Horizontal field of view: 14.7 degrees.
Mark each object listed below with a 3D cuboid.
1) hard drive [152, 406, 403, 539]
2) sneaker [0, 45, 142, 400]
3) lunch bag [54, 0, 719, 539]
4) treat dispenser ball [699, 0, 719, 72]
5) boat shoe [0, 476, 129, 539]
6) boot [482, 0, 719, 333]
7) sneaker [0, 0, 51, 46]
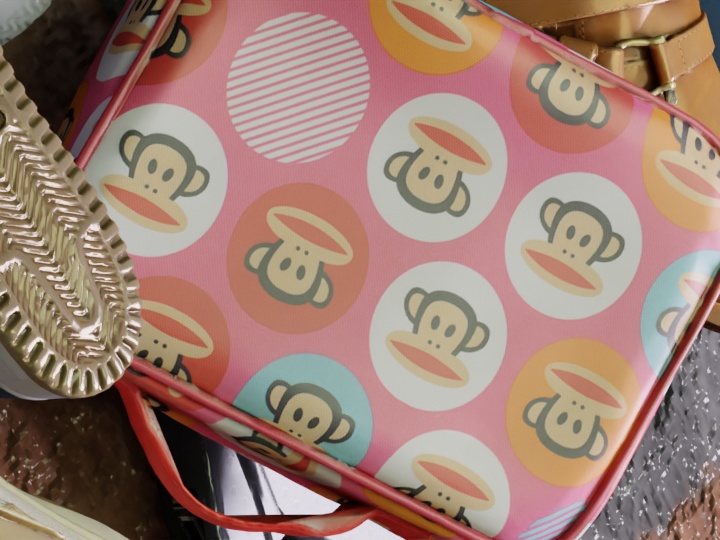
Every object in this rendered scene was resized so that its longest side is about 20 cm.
[{"bbox_3d":[-0.020,0.015,0.929,0.135,0.042,0.201,-8,91,-47],"label":"hard drive"},{"bbox_3d":[-0.146,-0.048,0.754,0.070,0.108,0.200,-43,114,-42],"label":"sneaker"},{"bbox_3d":[0.000,0.000,0.841,0.200,0.082,0.176,31,82,-13],"label":"lunch bag"},{"bbox_3d":[0.172,-0.134,1.037,0.201,0.201,0.202,7,80,-46],"label":"treat dispenser ball"},{"bbox_3d":[-0.115,0.090,0.785,0.200,0.066,0.074,23,100,-43],"label":"boat shoe"},{"bbox_3d":[0.106,-0.055,0.946,0.199,0.077,0.156,-3,96,-11],"label":"boot"},{"bbox_3d":[-0.133,-0.167,0.810,0.115,0.075,0.201,20,66,-42],"label":"sneaker"}]
